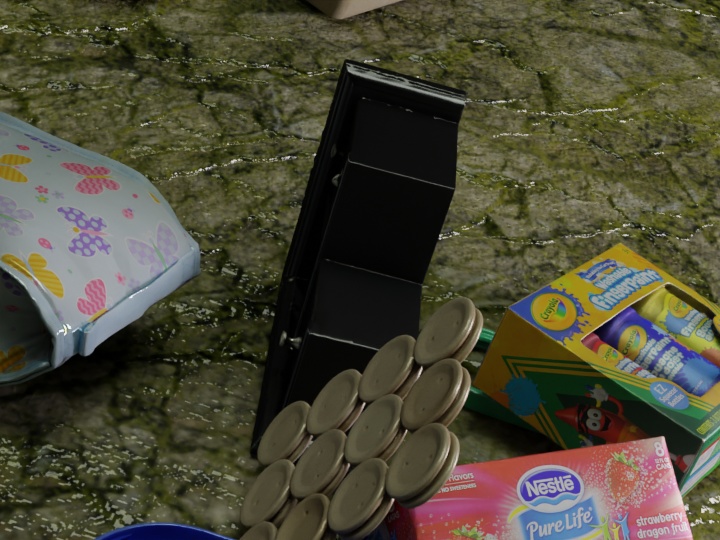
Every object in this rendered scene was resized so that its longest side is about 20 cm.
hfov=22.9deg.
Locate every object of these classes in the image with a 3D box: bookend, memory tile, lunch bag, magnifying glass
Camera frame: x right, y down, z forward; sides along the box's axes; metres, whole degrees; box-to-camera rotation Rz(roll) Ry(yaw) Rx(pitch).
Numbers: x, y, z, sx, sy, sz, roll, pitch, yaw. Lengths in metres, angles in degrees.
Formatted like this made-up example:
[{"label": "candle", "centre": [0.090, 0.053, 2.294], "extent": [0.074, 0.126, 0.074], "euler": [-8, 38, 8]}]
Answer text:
[{"label": "bookend", "centre": [0.000, 0.000, 1.210], "extent": [0.091, 0.200, 0.201], "euler": [14, 37, -6]}, {"label": "memory tile", "centre": [-0.005, 0.110, 1.067], "extent": [0.017, 0.199, 0.154], "euler": [39, 39, -22]}, {"label": "lunch bag", "centre": [-0.230, -0.005, 1.182], "extent": [0.198, 0.128, 0.170], "euler": [20, 32, 19]}, {"label": "magnifying glass", "centre": [0.133, 0.102, 1.288], "extent": [0.199, 0.023, 0.079], "euler": [36, 38, 21]}]

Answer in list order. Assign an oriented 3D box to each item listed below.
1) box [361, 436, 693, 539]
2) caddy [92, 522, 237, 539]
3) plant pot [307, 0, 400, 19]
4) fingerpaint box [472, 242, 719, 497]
[{"label": "box", "centre": [0.099, 0.171, 1.090], "extent": [0.198, 0.095, 0.101], "euler": [-4, 70, -28]}, {"label": "caddy", "centre": [-0.076, 0.214, 0.972], "extent": [0.198, 0.106, 0.142], "euler": [16, 35, -2]}, {"label": "plant pot", "centre": [-0.005, -0.359, 1.698], "extent": [0.199, 0.178, 0.199], "euler": [38, 39, 24]}, {"label": "fingerpaint box", "centre": [0.203, 0.071, 1.289], "extent": [0.166, 0.074, 0.199], "euler": [35, 30, 21]}]
